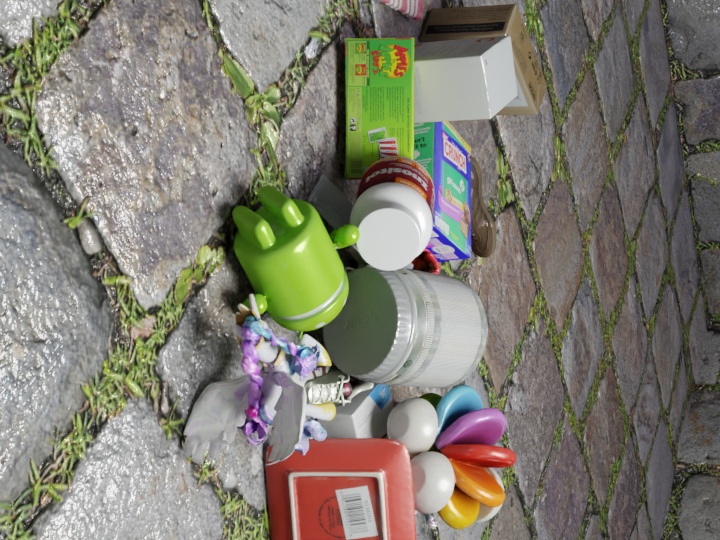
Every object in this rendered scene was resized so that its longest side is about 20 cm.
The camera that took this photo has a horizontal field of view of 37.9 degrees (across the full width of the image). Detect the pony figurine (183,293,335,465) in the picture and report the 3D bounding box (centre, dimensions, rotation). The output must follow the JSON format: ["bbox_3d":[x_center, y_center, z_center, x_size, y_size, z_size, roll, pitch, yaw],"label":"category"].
[{"bbox_3d":[-0.106,0.148,1.255,0.200,0.165,0.195,41,53,-54],"label":"pony figurine"}]

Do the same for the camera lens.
[{"bbox_3d":[0.066,0.079,1.450,0.199,0.159,0.162,9,83,-45],"label":"camera lens"}]

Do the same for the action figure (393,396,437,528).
[{"bbox_3d":[0.072,0.312,1.653,0.134,0.148,0.202,-70,179,-68],"label":"action figure"}]

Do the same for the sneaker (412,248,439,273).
[{"bbox_3d":[0.093,0.003,1.685,0.200,0.084,0.078,36,61,-56],"label":"sneaker"}]

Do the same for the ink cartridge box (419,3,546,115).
[{"bbox_3d":[0.214,-0.357,1.805,0.200,0.163,0.076,54,48,-47],"label":"ink cartridge box"}]

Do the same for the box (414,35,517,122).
[{"bbox_3d":[0.124,-0.292,1.609,0.124,0.198,0.098,-42,127,-52],"label":"box"}]

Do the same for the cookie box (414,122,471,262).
[{"bbox_3d":[0.121,-0.135,1.712,0.171,0.074,0.202,33,54,-59],"label":"cookie box"}]

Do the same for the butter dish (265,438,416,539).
[{"bbox_3d":[-0.016,0.308,1.427,0.148,0.197,0.202,-42,129,-75],"label":"butter dish"}]

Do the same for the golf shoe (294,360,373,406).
[{"bbox_3d":[-0.061,0.155,1.414,0.199,0.087,0.078,-17,108,-58],"label":"golf shoe"}]

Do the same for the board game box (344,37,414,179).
[{"bbox_3d":[0.029,-0.234,1.532,0.048,0.100,0.202,-55,145,-86],"label":"board game box"}]

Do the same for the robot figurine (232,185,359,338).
[{"bbox_3d":[-0.086,-0.007,1.327,0.175,0.115,0.201,-39,129,-18],"label":"robot figurine"}]

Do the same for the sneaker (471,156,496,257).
[{"bbox_3d":[0.188,-0.104,1.892,0.075,0.070,0.202,-34,119,-34],"label":"sneaker"}]

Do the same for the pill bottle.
[{"bbox_3d":[0.044,-0.077,1.427,0.200,0.112,0.114,-78,159,-67],"label":"pill bottle"}]

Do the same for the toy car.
[{"bbox_3d":[0.144,0.251,1.476,0.174,0.150,0.201,21,43,-44],"label":"toy car"}]

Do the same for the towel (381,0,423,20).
[{"bbox_3d":[0.046,-0.486,1.641,0.199,0.030,0.148,5,87,-59],"label":"towel"}]

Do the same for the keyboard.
[{"bbox_3d":[0.002,-0.052,1.512,0.200,0.011,0.057,45,45,-21],"label":"keyboard"}]

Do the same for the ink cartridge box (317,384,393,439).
[{"bbox_3d":[0.005,0.267,1.556,0.116,0.067,0.202,-44,129,-51],"label":"ink cartridge box"}]

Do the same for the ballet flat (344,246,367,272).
[{"bbox_3d":[0.000,0.000,1.537,0.074,0.074,0.202,53,45,-48],"label":"ballet flat"}]
